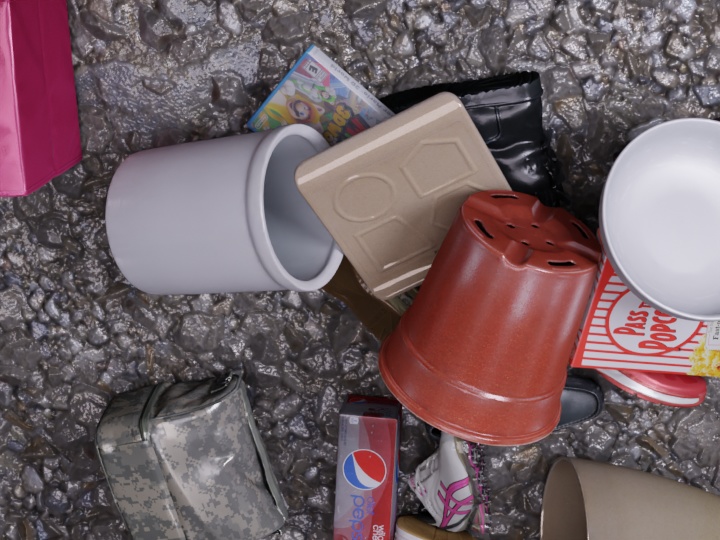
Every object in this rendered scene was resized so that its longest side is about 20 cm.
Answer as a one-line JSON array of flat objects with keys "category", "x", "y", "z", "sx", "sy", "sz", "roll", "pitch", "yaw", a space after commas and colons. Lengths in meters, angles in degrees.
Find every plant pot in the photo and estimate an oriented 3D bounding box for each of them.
[{"category": "plant pot", "x": 0.317, "y": 0.301, "z": 1.715, "sx": 0.200, "sy": 0.187, "sz": 0.188, "roll": 3, "pitch": 108, "yaw": -8}, {"category": "plant pot", "x": 0.140, "y": 0.037, "z": 1.572, "sx": 0.201, "sy": 0.201, "sz": 0.195, "roll": 19, "pitch": 120, "yaw": 0}]

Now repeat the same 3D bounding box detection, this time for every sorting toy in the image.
[{"category": "sorting toy", "x": 0.053, "y": -0.076, "z": 1.599, "sx": 0.185, "sy": 0.036, "sz": 0.200, "roll": -25, "pitch": 129, "yaw": 11}]

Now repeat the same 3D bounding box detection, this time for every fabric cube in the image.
[{"category": "fabric cube", "x": -0.417, "y": -0.192, "z": 1.625, "sx": 0.196, "sy": 0.200, "sz": 0.200, "roll": -1, "pitch": 105, "yaw": 8}]

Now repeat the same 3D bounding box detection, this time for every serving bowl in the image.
[{"category": "serving bowl", "x": 0.320, "y": -0.043, "z": 1.512, "sx": 0.200, "sy": 0.066, "sz": 0.200, "roll": 2, "pitch": 75, "yaw": -10}]

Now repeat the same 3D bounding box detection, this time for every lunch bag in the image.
[{"category": "lunch bag", "x": -0.184, "y": 0.223, "z": 1.755, "sx": 0.168, "sy": 0.139, "sz": 0.200, "roll": -13, "pitch": 106, "yaw": 11}]

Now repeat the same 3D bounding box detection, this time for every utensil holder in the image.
[{"category": "utensil holder", "x": -0.138, "y": -0.057, "z": 1.625, "sx": 0.200, "sy": 0.170, "sz": 0.170, "roll": -5, "pitch": 108, "yaw": 31}]

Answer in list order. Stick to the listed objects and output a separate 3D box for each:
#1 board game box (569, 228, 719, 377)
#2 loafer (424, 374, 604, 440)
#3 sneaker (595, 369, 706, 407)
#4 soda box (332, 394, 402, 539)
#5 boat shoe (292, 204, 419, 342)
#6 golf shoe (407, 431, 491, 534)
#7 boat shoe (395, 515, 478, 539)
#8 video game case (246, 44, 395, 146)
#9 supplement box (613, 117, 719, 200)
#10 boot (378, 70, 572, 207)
[{"category": "board game box", "x": 0.324, "y": 0.036, "z": 1.604, "sx": 0.200, "sy": 0.046, "sz": 0.152, "roll": 4, "pitch": 128, "yaw": -8}, {"category": "loafer", "x": 0.170, "y": 0.160, "z": 1.732, "sx": 0.200, "sy": 0.070, "sz": 0.068, "roll": -8, "pitch": 106, "yaw": 9}, {"category": "sneaker", "x": 0.298, "y": 0.064, "z": 1.685, "sx": 0.200, "sy": 0.078, "sz": 0.116, "roll": 23, "pitch": 109, "yaw": -2}, {"category": "soda box", "x": 0.008, "y": 0.246, "z": 1.780, "sx": 0.070, "sy": 0.063, "sz": 0.200, "roll": 5, "pitch": 108, "yaw": 6}, {"category": "boat shoe", "x": 0.000, "y": 0.000, "z": 1.713, "sx": 0.200, "sy": 0.063, "sz": 0.073, "roll": 49, "pitch": 136, "yaw": -8}, {"category": "golf shoe", "x": 0.096, "y": 0.233, "z": 1.721, "sx": 0.092, "sy": 0.073, "sz": 0.200, "roll": -1, "pitch": 141, "yaw": 7}, {"category": "boat shoe", "x": 0.124, "y": 0.347, "z": 1.794, "sx": 0.200, "sy": 0.071, "sz": 0.069, "roll": 25, "pitch": 108, "yaw": -3}, {"category": "video game case", "x": -0.011, "y": -0.132, "z": 1.654, "sx": 0.200, "sy": 0.018, "sz": 0.143, "roll": 40, "pitch": 137, "yaw": -6}, {"category": "supplement box", "x": 0.368, "y": -0.103, "z": 1.607, "sx": 0.200, "sy": 0.110, "sz": 0.086, "roll": -18, "pitch": 103, "yaw": 12}, {"category": "boot", "x": 0.118, "y": -0.118, "z": 1.656, "sx": 0.198, "sy": 0.073, "sz": 0.163, "roll": -7, "pitch": 112, "yaw": 11}]
